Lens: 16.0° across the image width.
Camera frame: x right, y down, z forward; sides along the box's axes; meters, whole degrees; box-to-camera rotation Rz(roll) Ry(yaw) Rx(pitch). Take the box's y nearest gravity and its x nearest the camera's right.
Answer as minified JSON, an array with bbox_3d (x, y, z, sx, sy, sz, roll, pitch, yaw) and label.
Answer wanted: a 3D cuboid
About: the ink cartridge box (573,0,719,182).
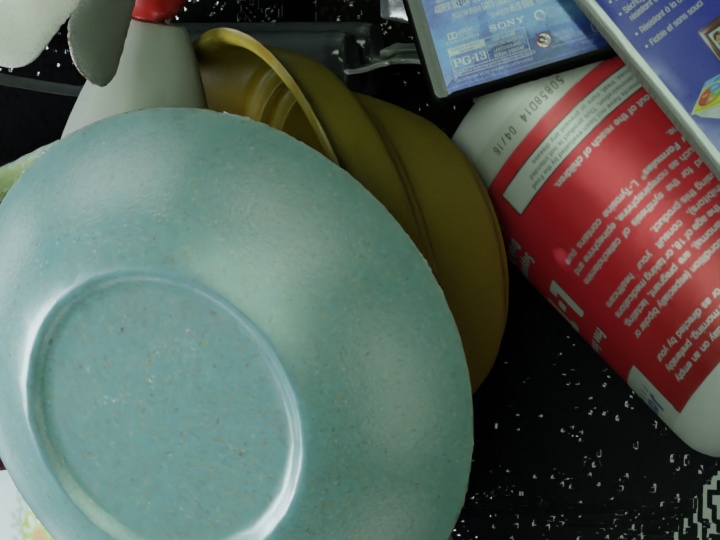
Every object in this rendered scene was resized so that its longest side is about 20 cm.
[{"bbox_3d":[0.127,-0.109,0.914,0.095,0.037,0.200,-39,87,2],"label":"ink cartridge box"}]

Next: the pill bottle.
[{"bbox_3d":[0.134,-0.003,0.981,0.112,0.112,0.200,-47,73,14],"label":"pill bottle"}]

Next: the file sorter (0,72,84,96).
[{"bbox_3d":[-0.195,-0.171,1.106,0.199,0.124,0.139,24,98,20],"label":"file sorter"}]

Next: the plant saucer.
[{"bbox_3d":[-0.060,0.045,0.885,0.200,0.039,0.202,9,112,24],"label":"plant saucer"}]

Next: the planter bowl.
[{"bbox_3d":[0.000,0.000,0.973,0.083,0.200,0.201,-14,81,-24],"label":"planter bowl"}]

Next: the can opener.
[{"bbox_3d":[-0.012,-0.098,1.072,0.199,0.053,0.067,-3,99,23],"label":"can opener"}]

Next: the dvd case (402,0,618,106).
[{"bbox_3d":[0.068,-0.175,0.951,0.142,0.018,0.201,-16,84,3],"label":"dvd case"}]

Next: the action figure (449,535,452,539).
[{"bbox_3d":[-0.031,0.192,1.018,0.199,0.149,0.134,-28,57,-9],"label":"action figure"}]

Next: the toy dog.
[{"bbox_3d":[-0.104,-0.064,0.947,0.096,0.132,0.201,-14,88,-24],"label":"toy dog"}]

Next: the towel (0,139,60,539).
[{"bbox_3d":[-0.138,0.054,1.079,0.171,0.048,0.201,-18,81,53],"label":"towel"}]

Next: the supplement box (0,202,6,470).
[{"bbox_3d":[-0.218,0.032,1.071,0.200,0.085,0.111,-6,88,61],"label":"supplement box"}]
